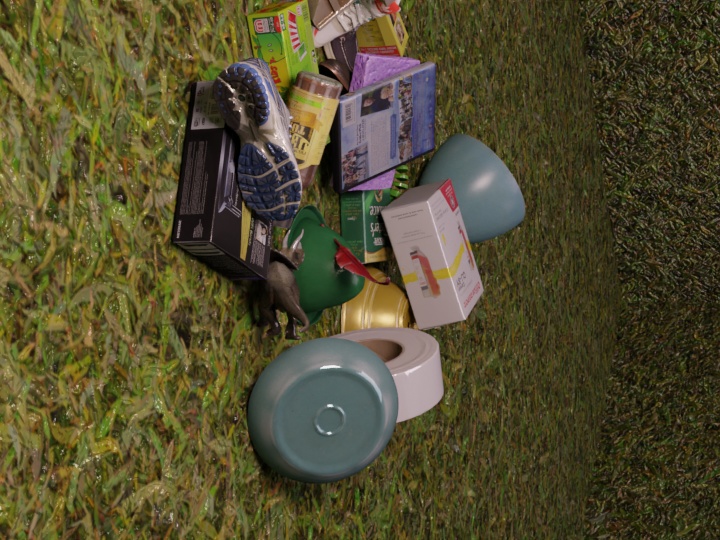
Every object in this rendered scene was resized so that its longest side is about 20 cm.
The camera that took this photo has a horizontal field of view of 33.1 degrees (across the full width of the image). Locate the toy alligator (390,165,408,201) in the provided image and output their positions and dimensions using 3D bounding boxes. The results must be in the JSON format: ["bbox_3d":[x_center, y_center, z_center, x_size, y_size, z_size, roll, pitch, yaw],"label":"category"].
[{"bbox_3d":[0.052,-0.183,1.987,0.059,0.054,0.201,20,70,-68],"label":"toy alligator"}]

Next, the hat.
[{"bbox_3d":[0.000,0.000,1.672,0.200,0.175,0.166,-71,151,-42],"label":"hat"}]

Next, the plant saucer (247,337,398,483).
[{"bbox_3d":[-0.043,0.186,1.545,0.036,0.199,0.201,-131,-148,-70],"label":"plant saucer"}]

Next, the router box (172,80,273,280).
[{"bbox_3d":[-0.154,-0.104,1.448,0.157,0.052,0.201,41,52,-64],"label":"router box"}]

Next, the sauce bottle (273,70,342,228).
[{"bbox_3d":[-0.079,-0.153,1.561,0.065,0.065,0.201,-15,124,-68],"label":"sauce bottle"}]

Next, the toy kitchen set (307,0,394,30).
[{"bbox_3d":[-0.051,-0.445,1.604,0.163,0.200,0.181,-42,145,-5],"label":"toy kitchen set"}]

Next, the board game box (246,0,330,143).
[{"bbox_3d":[-0.094,-0.253,1.619,0.102,0.047,0.201,-48,133,-60],"label":"board game box"}]

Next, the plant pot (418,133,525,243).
[{"bbox_3d":[0.176,-0.123,2.166,0.135,0.200,0.200,-39,135,-19],"label":"plant pot"}]

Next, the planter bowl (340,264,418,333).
[{"bbox_3d":[0.043,0.086,1.914,0.200,0.083,0.201,-1,90,-70],"label":"planter bowl"}]

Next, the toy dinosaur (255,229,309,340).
[{"bbox_3d":[-0.103,0.028,1.520,0.200,0.077,0.103,-94,175,-71],"label":"toy dinosaur"}]

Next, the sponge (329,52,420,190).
[{"bbox_3d":[0.021,-0.215,1.769,0.111,0.030,0.201,-7,117,-45],"label":"sponge"}]

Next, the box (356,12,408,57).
[{"bbox_3d":[0.010,-0.411,1.861,0.200,0.075,0.050,63,36,-51],"label":"box"}]

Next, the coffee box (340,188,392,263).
[{"bbox_3d":[0.009,-0.110,1.886,0.123,0.044,0.201,-3,92,-69],"label":"coffee box"}]

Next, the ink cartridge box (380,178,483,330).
[{"bbox_3d":[0.118,-0.027,1.915,0.145,0.083,0.201,-45,120,-64],"label":"ink cartridge box"}]

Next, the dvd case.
[{"bbox_3d":[0.035,-0.207,1.750,0.200,0.018,0.143,-27,131,-36],"label":"dvd case"}]

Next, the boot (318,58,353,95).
[{"bbox_3d":[0.010,-0.283,1.799,0.097,0.075,0.200,-54,147,-3],"label":"boot"}]

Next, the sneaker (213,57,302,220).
[{"bbox_3d":[-0.104,-0.155,1.407,0.085,0.077,0.201,-64,147,-57],"label":"sneaker"}]

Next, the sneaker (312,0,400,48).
[{"bbox_3d":[0.002,-0.377,1.689,0.200,0.093,0.070,-41,139,-2],"label":"sneaker"}]

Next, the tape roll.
[{"bbox_3d":[0.012,0.145,1.673,0.202,0.202,0.071,-44,130,-62],"label":"tape roll"}]

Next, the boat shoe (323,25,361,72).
[{"bbox_3d":[-0.025,-0.377,1.779,0.072,0.065,0.201,-64,147,-52],"label":"boat shoe"}]
